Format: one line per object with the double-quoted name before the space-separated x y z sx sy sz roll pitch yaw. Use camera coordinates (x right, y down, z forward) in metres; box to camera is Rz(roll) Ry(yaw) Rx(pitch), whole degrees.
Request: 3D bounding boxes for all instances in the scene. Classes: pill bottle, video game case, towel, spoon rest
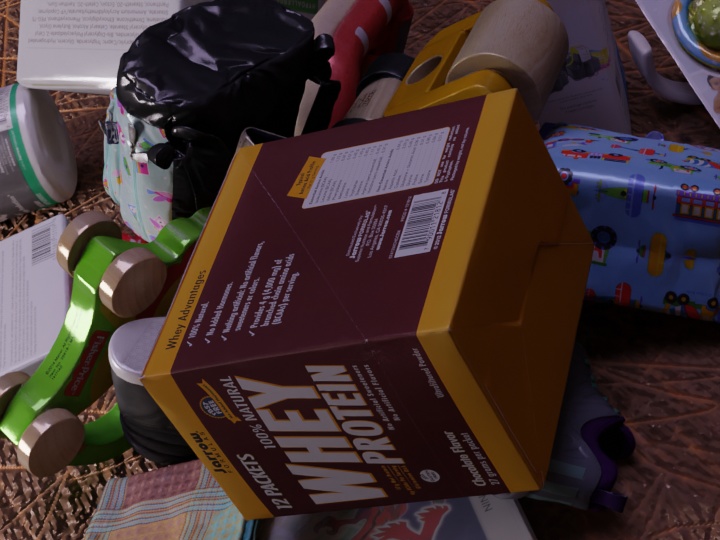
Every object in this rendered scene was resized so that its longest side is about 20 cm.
"pill bottle" -0.365 -0.090 1.590 0.198 0.114 0.113 -17 33 9
"video game case" -0.003 0.160 1.106 0.199 0.023 0.183 -23 33 -1
"towel" -0.131 0.195 1.104 0.146 0.022 0.201 -16 36 25
"spoon rest" 0.308 -0.170 1.376 0.198 0.061 0.100 -10 34 -5

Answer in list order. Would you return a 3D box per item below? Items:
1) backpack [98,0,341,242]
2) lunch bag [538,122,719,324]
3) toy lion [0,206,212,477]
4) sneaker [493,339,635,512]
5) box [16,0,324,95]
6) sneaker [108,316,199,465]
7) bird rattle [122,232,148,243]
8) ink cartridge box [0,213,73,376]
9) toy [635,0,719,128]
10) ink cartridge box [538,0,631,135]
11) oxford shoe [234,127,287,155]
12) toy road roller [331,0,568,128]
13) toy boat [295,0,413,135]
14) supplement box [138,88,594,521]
"backpack" -0.112 -0.096 1.294 0.166 0.201 0.127 -28 59 -29
"lunch bag" 0.189 -0.057 1.211 0.149 0.095 0.200 9 27 11
"toy lion" -0.148 0.047 1.238 0.069 0.191 0.201 35 102 32
"sneaker" 0.128 0.088 1.114 0.087 0.075 0.200 18 32 0
"box" -0.164 -0.237 1.557 0.199 0.173 0.198 7 5 36
"sneaker" -0.072 0.085 1.190 0.198 0.100 0.071 4 48 -10
"bird rattle" -0.136 -0.048 1.417 0.162 0.113 0.201 3 41 8
"ink cartridge box" -0.303 0.052 1.418 0.172 0.044 0.201 -24 33 5
"toy" 0.289 -0.182 1.314 0.114 0.047 0.201 -21 64 -10
"ink cartridge box" 0.152 -0.196 1.357 0.067 0.201 0.116 -13 33 14
"oxford shoe" 0.005 -0.050 1.189 0.198 0.075 0.071 8 28 9
"toy road roller" 0.079 -0.092 1.279 0.199 0.146 0.123 -24 25 39
"toy boat" 0.013 -0.154 1.477 0.130 0.131 0.200 23 44 9
"supplement box" 0.010 0.023 1.049 0.199 0.133 0.198 -10 41 28
